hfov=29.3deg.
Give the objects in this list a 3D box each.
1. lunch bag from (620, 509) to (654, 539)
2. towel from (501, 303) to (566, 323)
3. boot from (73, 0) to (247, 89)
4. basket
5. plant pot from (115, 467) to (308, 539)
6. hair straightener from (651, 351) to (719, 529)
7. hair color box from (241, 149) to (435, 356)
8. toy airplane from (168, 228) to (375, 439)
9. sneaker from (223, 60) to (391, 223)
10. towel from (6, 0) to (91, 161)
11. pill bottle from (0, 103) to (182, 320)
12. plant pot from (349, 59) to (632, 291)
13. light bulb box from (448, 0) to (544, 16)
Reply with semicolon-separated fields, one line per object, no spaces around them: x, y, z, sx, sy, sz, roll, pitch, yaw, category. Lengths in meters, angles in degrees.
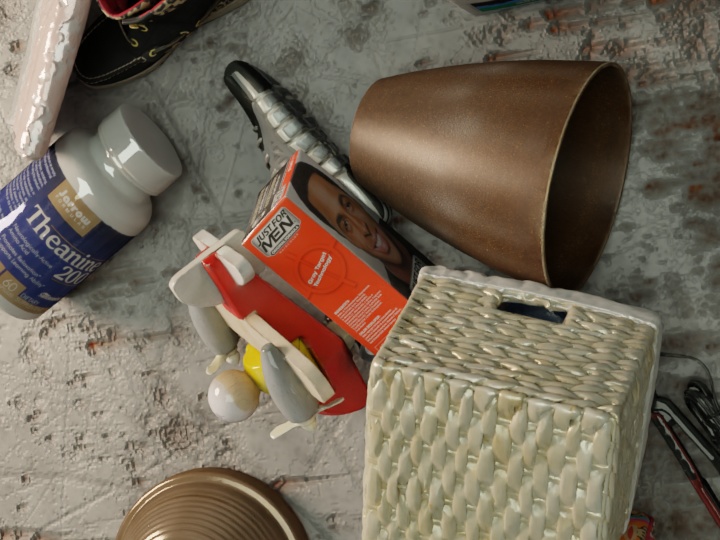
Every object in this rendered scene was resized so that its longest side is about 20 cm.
0.148;0.253;1.107;0.173;0.200;0.083;3;109;15;lunch bag
0.118;0.115;1.188;0.200;0.048;0.112;-45;82;13;towel
-0.191;-0.228;1.197;0.198;0.150;0.074;-26;89;13;boot
0.108;0.130;1.034;0.195;0.161;0.203;12;119;17;basket
-0.146;0.287;1.244;0.198;0.093;0.204;1;94;15;plant pot
0.299;0.144;1.151;0.077;0.041;0.201;-34;80;14;hair straightener
0.000;0.000;1.147;0.199;0.102;0.061;39;114;-15;hair color box
-0.088;0.060;1.161;0.198;0.200;0.142;35;88;11;toy airplane
-0.075;-0.082;1.217;0.116;0.075;0.200;-45;83;15;sneaker
-0.270;-0.207;1.210;0.032;0.191;0.203;14;97;-21;towel
-0.260;-0.056;1.246;0.199;0.111;0.112;-38;83;14;pill bottle
0.097;-0.093;1.129;0.198;0.186;0.190;15;97;26;plant pot
0.114;-0.319;1.087;0.123;0.200;0.201;-8;91;16;light bulb box
